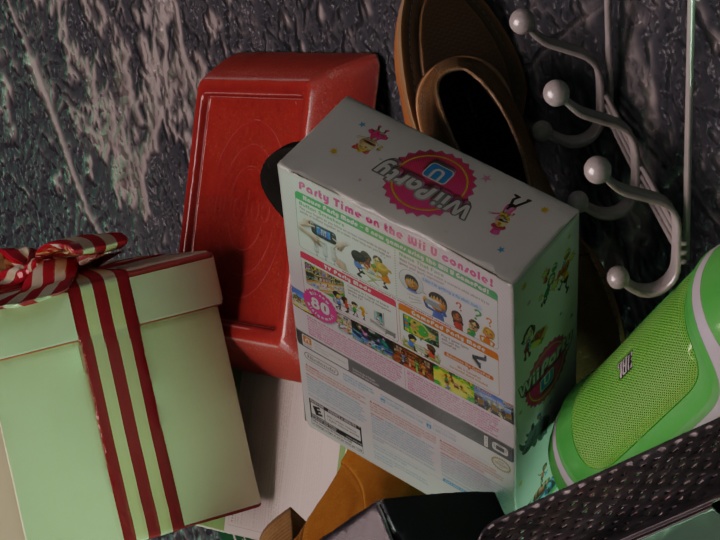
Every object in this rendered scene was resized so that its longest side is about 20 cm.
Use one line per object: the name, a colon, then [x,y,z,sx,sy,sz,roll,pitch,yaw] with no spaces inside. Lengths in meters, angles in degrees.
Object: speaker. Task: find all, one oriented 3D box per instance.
speaker: [0.163,0.055,1.439,0.089,0.088,0.200,68,151,19]

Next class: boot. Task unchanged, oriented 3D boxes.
boot: [0.015,0.149,1.653,0.201,0.071,0.144,-43,27,19]
boot: [0.080,-0.016,1.539,0.075,0.073,0.201,-90,-25,-87]
boot: [0.033,-0.054,1.657,0.155,0.073,0.201,-20,81,64]

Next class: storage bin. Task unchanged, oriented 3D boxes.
storage bin: [0.146,0.163,1.371,0.200,0.094,0.135,-27,104,31]

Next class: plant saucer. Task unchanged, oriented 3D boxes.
plant saucer: [-0.060,-0.036,1.825,0.199,0.037,0.201,8,92,61]

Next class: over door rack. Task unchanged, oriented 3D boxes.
over door rack: [0.124,-0.109,1.434,0.148,0.066,0.201,-112,25,-51]

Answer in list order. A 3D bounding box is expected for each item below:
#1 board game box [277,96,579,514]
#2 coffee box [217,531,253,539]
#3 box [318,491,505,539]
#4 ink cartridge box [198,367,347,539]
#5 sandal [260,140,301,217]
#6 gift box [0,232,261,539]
board game box: [0.037,0.027,1.525,0.147,0.064,0.200,28,145,26]
coffee box: [-0.045,0.171,1.919,0.200,0.044,0.123,66,149,23]
box: [0.001,0.222,1.514,0.200,0.104,0.148,-35,69,32]
ink cartridge box: [-0.036,0.100,1.836,0.200,0.048,0.146,4,87,63]
sandal: [0.000,0.000,1.633,0.200,0.045,0.075,47,152,32]
gift box: [-0.188,0.076,1.826,0.184,0.199,0.187,-7,95,58]
